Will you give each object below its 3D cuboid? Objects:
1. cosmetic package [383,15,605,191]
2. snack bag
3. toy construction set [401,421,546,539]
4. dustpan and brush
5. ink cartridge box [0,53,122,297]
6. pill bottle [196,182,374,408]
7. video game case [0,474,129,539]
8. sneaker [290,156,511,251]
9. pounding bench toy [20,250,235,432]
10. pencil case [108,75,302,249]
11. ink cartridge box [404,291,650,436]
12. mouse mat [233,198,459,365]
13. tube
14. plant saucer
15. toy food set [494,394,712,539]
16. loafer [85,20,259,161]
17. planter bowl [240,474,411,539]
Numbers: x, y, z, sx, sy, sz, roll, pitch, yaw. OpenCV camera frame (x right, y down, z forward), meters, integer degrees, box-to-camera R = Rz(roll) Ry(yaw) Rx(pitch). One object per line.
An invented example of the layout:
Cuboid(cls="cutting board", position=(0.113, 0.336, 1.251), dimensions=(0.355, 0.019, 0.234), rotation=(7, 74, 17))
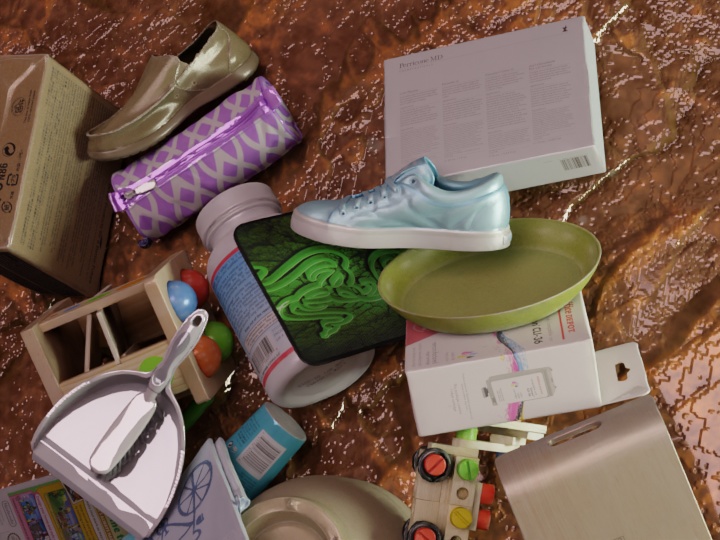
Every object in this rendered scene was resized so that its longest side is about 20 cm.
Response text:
Cuboid(cls="cosmetic package", position=(0.122, -0.146, 1.641), dimensions=(0.200, 0.052, 0.151), rotation=(-10, 59, 17))
Cuboid(cls="snack bag", position=(-0.154, 0.262, 1.505), dimensions=(0.189, 0.021, 0.200), rotation=(-54, 28, 11))
Cuboid(cls="toy construction set", position=(0.104, 0.208, 1.509), dimensions=(0.131, 0.092, 0.200), rotation=(9, 72, -6))
Cuboid(cls="dustpan and brush", position=(-0.190, 0.119, 1.547), dimensions=(0.139, 0.057, 0.200), rotation=(35, 87, 10))
Cuboid(cls="ink cartridge box", position=(-0.312, -0.090, 1.732), dimensions=(0.075, 0.165, 0.200), rotation=(1, 72, 23))
Cuboid(cls="pill bottle", position=(-0.076, 0.020, 1.640), dimensions=(0.109, 0.109, 0.200), rotation=(-33, 65, 7))
Cuboid(cls="video game case", position=(-0.280, 0.285, 1.606), dimensions=(0.182, 0.022, 0.200), rotation=(-14, 65, -30))
Cuboid(cls="sneaker", position=(0.037, -0.064, 1.583), dimensions=(0.200, 0.074, 0.082), rotation=(1, 103, 3))
Cuboid(cls="pounding bench toy", position=(-0.191, 0.104, 1.643), dimensions=(0.156, 0.124, 0.200), rotation=(-21, 98, 11))
Cuboid(cls="pencil case", position=(-0.154, -0.110, 1.726), dimensions=(0.200, 0.085, 0.084), rotation=(-34, 68, 5))
Cuboid(cls="ink cartridge box", position=(0.142, 0.075, 1.518), dimensions=(0.200, 0.117, 0.068), rotation=(-10, 111, 5))
Cuboid(cls="mouse mat", position=(0.000, 0.000, 1.608), dimensions=(0.200, 0.008, 0.161), rotation=(-17, 62, -28))
Cuboid(cls="tube", position=(-0.133, 0.208, 1.607), dimensions=(0.200, 0.050, 0.077), rotation=(-47, 67, 8))
Cuboid(cls="plant saucer", position=(0.116, 0.008, 1.558), dimensions=(0.200, 0.200, 0.031), rotation=(-3, 116, 19))
Cuboid(cls="toy food set", position=(0.214, 0.223, 1.464), dimensions=(0.143, 0.060, 0.200), rotation=(-23, 91, 5))
Cuboid(cls="loafer", position=(-0.196, -0.179, 1.745), dimensions=(0.200, 0.068, 0.076), rotation=(-37, 21, -19))
Cuboid(cls="planter bowl", position=(-0.046, 0.268, 1.532), dimensions=(0.200, 0.135, 0.201), rotation=(-6, 71, 19))
